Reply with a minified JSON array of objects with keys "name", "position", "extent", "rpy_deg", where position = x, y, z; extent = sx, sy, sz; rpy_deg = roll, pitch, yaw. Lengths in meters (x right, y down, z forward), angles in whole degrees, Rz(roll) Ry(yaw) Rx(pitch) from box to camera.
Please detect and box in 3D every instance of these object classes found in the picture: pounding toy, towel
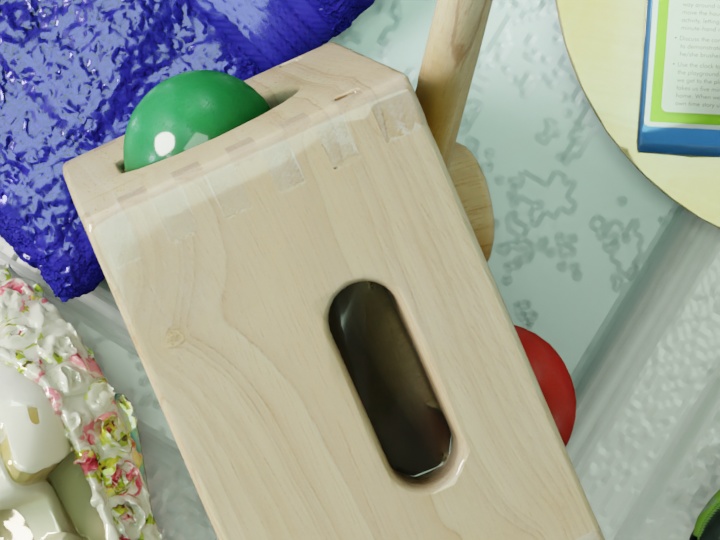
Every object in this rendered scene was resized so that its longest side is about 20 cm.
[{"name":"pounding toy","position":[0.000,0.000,0.839],"extent":[0.142,0.184,0.201],"rpy_deg":[-24,101,-5]},{"name":"towel","position":[-0.078,-0.108,0.930],"extent":[0.148,0.050,0.200],"rpy_deg":[44,90,2]}]

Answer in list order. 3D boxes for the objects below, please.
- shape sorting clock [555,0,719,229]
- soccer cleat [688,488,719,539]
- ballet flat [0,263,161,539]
[{"name":"shape sorting clock","position":[0.163,-0.104,0.931],"extent":[0.199,0.039,0.201],"rpy_deg":[0,101,1]},{"name":"soccer cleat","position":[0.151,0.068,0.913],"extent":[0.081,0.068,0.201],"rpy_deg":[8,95,3]},{"name":"ballet flat","position":[-0.100,0.086,0.910],"extent":[0.075,0.064,0.201],"rpy_deg":[-27,83,14]}]
